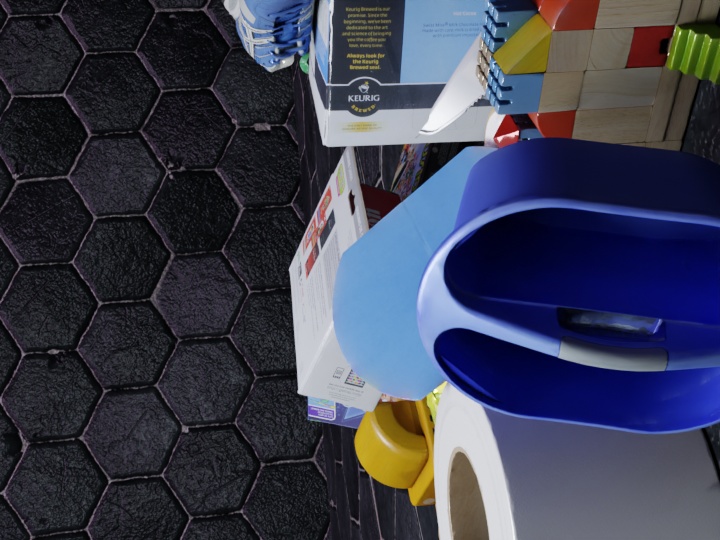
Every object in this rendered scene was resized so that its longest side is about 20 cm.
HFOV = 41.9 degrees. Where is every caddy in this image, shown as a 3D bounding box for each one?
[{"bbox_3d":[0.129,0.015,0.498,0.106,0.196,0.143,-78,-7,-54],"label":"caddy"}]

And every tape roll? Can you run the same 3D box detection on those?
[{"bbox_3d":[0.138,0.168,0.646,0.203,0.136,0.207,175,90,-81],"label":"tape roll"}]

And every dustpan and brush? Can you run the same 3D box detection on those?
[{"bbox_3d":[0.127,-0.169,0.630,0.139,0.057,0.201,-42,-14,-54],"label":"dustpan and brush"}]

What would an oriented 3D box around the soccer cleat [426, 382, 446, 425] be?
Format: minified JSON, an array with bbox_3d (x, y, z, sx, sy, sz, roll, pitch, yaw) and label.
[{"bbox_3d":[0.085,0.109,0.885,0.200,0.084,0.065,40,172,33],"label":"soccer cleat"}]

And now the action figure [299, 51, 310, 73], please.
[{"bbox_3d":[0.039,-0.202,0.911,0.055,0.196,0.121,156,109,-80],"label":"action figure"}]

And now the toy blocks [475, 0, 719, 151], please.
[{"bbox_3d":[0.131,-0.130,0.558,0.101,0.134,0.203,-106,15,-51],"label":"toy blocks"}]

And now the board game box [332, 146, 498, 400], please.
[{"bbox_3d":[0.070,0.007,0.705,0.039,0.199,0.159,34,-159,-45],"label":"board game box"}]

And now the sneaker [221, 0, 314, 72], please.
[{"bbox_3d":[-0.060,-0.207,0.738,0.200,0.075,0.078,-150,37,-78],"label":"sneaker"}]

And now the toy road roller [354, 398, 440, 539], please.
[{"bbox_3d":[0.076,0.207,0.995,0.124,0.143,0.203,109,155,-52],"label":"toy road roller"}]

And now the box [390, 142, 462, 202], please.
[{"bbox_3d":[0.061,-0.079,1.039,0.110,0.034,0.203,147,143,-66],"label":"box"}]

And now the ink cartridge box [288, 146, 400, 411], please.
[{"bbox_3d":[0.000,0.000,0.923,0.201,0.083,0.177,-100,31,-54],"label":"ink cartridge box"}]

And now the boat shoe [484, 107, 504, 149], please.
[{"bbox_3d":[0.137,-0.047,0.765,0.070,0.070,0.202,51,160,40],"label":"boat shoe"}]

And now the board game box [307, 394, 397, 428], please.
[{"bbox_3d":[0.032,0.131,1.122,0.035,0.196,0.138,-56,-29,-58],"label":"board game box"}]

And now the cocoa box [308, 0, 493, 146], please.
[{"bbox_3d":[0.059,-0.195,0.783,0.134,0.196,0.133,-105,15,-52],"label":"cocoa box"}]
